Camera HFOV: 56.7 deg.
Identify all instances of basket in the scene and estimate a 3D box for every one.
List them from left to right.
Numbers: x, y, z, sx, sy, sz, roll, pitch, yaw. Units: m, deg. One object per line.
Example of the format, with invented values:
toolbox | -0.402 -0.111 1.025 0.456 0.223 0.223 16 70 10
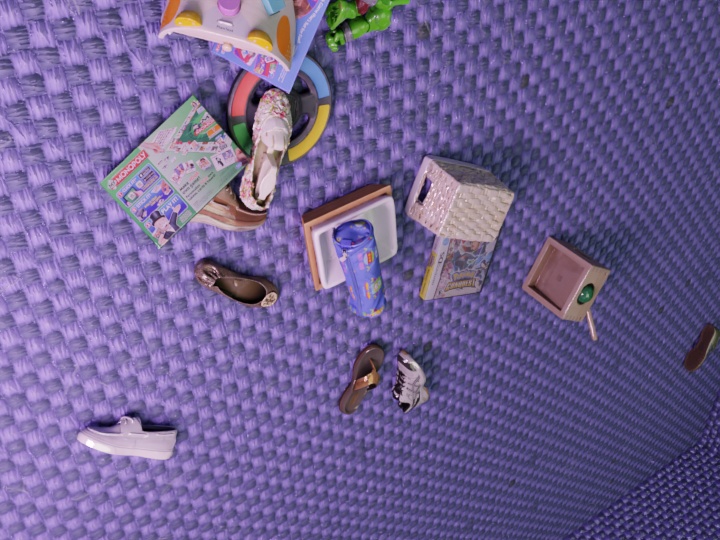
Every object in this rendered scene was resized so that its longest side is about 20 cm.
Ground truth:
basket | 0.215 -0.148 1.419 0.196 0.123 0.138 2 119 -39

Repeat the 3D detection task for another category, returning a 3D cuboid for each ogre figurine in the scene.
ogre figurine | 0.012 -0.453 1.075 0.117 0.098 0.205 -11 123 -28

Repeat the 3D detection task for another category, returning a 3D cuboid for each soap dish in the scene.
soap dish | -0.023 -0.071 1.318 0.197 0.081 0.160 -26 131 -21

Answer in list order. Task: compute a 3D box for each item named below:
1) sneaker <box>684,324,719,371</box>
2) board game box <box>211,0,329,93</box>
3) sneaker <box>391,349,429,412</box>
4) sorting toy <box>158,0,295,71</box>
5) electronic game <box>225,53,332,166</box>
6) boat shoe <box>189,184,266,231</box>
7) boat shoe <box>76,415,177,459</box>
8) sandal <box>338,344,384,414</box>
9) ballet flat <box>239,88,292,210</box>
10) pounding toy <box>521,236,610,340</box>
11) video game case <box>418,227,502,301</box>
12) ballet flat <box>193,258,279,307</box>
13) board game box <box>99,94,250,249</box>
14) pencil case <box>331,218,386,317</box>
sneaker | 1.380 0.316 2.669 0.088 0.067 0.205 10 109 -35
board game box | -0.125 -0.394 1.006 0.132 0.045 0.203 24 105 -14
sneaker | 0.116 0.287 1.672 0.087 0.076 0.203 -33 133 -14
sorting toy | -0.175 -0.405 0.935 0.194 0.107 0.185 11 89 -10
electronic game | -0.134 -0.272 1.125 0.196 0.042 0.204 -20 129 -26
boat shoe | -0.241 -0.116 1.127 0.196 0.076 0.073 5 114 -41
boat shoe | -0.438 0.313 1.274 0.197 0.071 0.070 23 83 -37
sandal | 0.009 0.268 1.590 0.080 0.055 0.203 13 110 -42
ballet flat | -0.147 -0.191 1.094 0.074 0.064 0.205 2 114 -32
pounding toy | 0.561 0.049 1.765 0.140 0.200 0.188 9 114 -40
video game case | 0.240 -0.021 1.595 0.196 0.025 0.185 -6 122 -35
ballet flat | -0.227 0.033 1.255 0.198 0.046 0.068 29 100 -45
board game box | -0.288 -0.154 1.046 0.200 0.029 0.135 -43 100 -4
pencil case | 0.000 0.000 1.268 0.087 0.076 0.203 -53 144 -38
